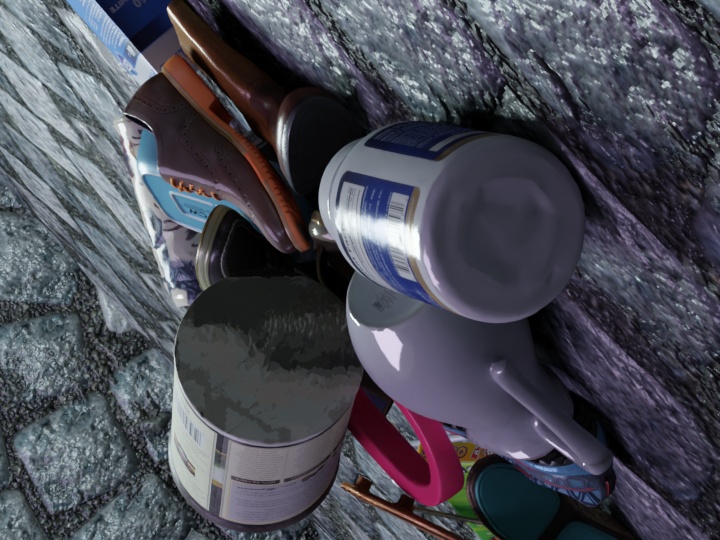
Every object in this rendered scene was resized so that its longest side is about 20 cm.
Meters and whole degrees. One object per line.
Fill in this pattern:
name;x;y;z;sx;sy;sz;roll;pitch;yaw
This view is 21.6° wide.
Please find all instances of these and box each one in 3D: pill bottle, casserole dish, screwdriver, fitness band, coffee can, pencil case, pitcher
pill bottle;0.048;-0.036;1.184;0.111;0.111;0.200;53;167;-21
casserole dish;-0.107;-0.058;1.573;0.199;0.039;0.121;19;157;26
screwdriver;0.131;0.233;1.688;0.199;0.029;0.028;5;150;14
fitness band;0.019;0.103;1.537;0.200;0.037;0.144;47;157;34
coffee can;-0.079;0.108;1.508;0.146;0.146;0.200;45;157;15
pencil case;-0.161;-0.059;1.760;0.078;0.089;0.201;-15;94;45
pitcher;0.090;0.068;1.367;0.171;0.121;0.200;28;166;47

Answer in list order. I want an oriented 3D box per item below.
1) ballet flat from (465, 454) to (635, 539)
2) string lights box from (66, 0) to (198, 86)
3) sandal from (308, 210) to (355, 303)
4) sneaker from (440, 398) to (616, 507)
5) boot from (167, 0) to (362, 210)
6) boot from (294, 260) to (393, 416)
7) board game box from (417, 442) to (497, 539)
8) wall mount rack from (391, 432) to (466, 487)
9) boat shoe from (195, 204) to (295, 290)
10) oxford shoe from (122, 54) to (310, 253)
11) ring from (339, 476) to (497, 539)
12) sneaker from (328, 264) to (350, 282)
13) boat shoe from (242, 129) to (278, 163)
ballet flat;0.152;0.205;1.592;0.200;0.071;0.065;37;-176;-30
string lights box;-0.212;-0.239;1.578;0.200;0.059;0.103;49;168;-4
sandal;0.000;0.000;1.472;0.080;0.054;0.200;9;170;13
sneaker;0.128;0.134;1.512;0.200;0.079;0.096;33;162;52
boot;-0.075;-0.142;1.434;0.200;0.068;0.188;49;-178;20
boot;-0.037;0.050;1.649;0.199;0.097;0.075;28;-167;16
board game box;0.132;0.209;1.698;0.095;0.030;0.200;-3;145;27
wall mount rack;0.080;0.130;1.700;0.173;0.075;0.200;-12;130;31
boat shoe;-0.083;0.003;1.544;0.065;0.073;0.200;16;167;15
oxford shoe;-0.111;-0.076;1.468;0.200;0.073;0.071;51;179;27
ring;0.075;0.222;1.623;0.200;0.019;0.200;26;172;4
sneaker;-0.070;-0.003;1.790;0.200;0.072;0.072;31;157;51
boat shoe;-0.076;-0.058;1.669;0.066;0.070;0.200;46;160;16
